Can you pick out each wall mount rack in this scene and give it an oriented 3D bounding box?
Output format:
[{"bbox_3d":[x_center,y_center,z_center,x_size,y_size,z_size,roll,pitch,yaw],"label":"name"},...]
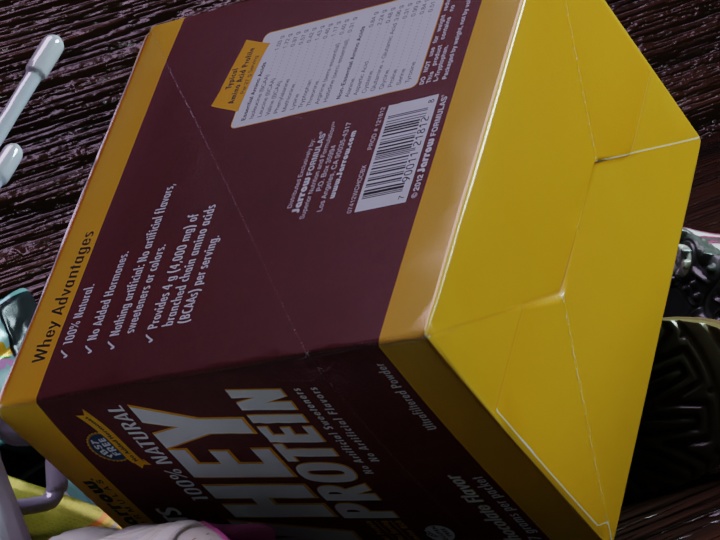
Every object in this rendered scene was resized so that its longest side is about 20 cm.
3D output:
[{"bbox_3d":[-0.155,0.007,1.014,0.074,0.175,0.200,-7,-18,-21],"label":"wall mount rack"}]

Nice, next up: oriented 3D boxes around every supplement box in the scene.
[{"bbox_3d":[0.000,0.000,0.923,0.199,0.133,0.198,-10,47,35],"label":"supplement box"}]

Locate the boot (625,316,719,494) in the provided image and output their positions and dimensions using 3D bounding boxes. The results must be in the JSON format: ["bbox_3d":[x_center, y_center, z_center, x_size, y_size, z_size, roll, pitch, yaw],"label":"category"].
[{"bbox_3d":[0.112,0.048,1.030,0.174,0.067,0.200,-16,3,23],"label":"boot"}]

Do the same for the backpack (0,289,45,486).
[{"bbox_3d":[-0.259,0.097,1.306,0.199,0.154,0.176,-34,-11,-21],"label":"backpack"}]

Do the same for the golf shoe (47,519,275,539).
[{"bbox_3d":[-0.075,0.120,0.821,0.091,0.076,0.200,-14,5,6],"label":"golf shoe"}]

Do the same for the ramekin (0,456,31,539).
[{"bbox_3d":[-0.209,0.135,0.890,0.199,0.098,0.200,-25,7,3],"label":"ramekin"}]

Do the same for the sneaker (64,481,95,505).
[{"bbox_3d":[-0.123,0.118,1.208,0.140,0.078,0.200,-40,1,39],"label":"sneaker"}]

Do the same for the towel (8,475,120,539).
[{"bbox_3d":[-0.157,0.112,1.047,0.199,0.018,0.086,16,19,25],"label":"towel"}]

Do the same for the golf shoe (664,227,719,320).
[{"bbox_3d":[0.198,0.017,1.174,0.087,0.078,0.200,1,-1,-21],"label":"golf shoe"}]
